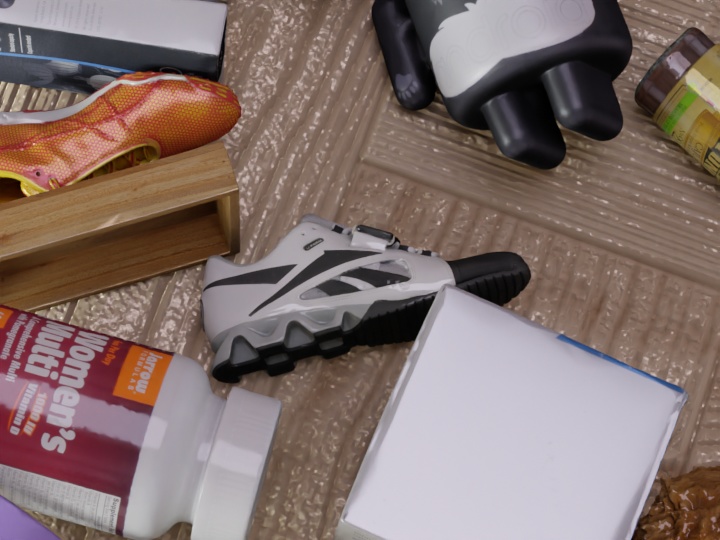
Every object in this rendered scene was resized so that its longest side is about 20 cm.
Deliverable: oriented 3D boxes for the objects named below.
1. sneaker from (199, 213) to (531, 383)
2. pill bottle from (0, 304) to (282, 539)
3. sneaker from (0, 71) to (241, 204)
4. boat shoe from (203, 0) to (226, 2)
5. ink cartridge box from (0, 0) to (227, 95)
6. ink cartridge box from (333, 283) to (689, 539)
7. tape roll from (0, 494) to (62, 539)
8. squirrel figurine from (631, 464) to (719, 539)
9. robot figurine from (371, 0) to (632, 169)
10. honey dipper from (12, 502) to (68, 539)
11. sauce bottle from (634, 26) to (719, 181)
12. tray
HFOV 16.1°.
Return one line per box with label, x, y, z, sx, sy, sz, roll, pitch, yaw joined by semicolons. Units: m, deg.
sneaker;0.000;0.000;1.515;0.199;0.074;0.089;-11;69;-4
pill bottle;-0.151;0.091;1.454;0.199;0.110;0.110;15;71;1
sneaker;-0.166;-0.065;1.524;0.199;0.073;0.077;-16;60;2
boat shoe;-0.107;-0.197;1.580;0.199;0.072;0.069;-11;101;-20
ink cartridge box;-0.181;-0.141;1.535;0.199;0.100;0.039;9;72;-1
ink cartridge box;0.074;0.124;1.414;0.147;0.200;0.145;23;73;3
tape roll;-0.218;0.174;1.374;0.199;0.200;0.085;33;71;7
squirrel figurine;0.177;0.215;1.404;0.187;0.200;0.142;-45;45;-2
robot figurine;0.093;-0.164;1.554;0.149;0.125;0.201;-16;73;-15
honey dipper;-0.145;0.171;1.428;0.200;0.038;0.038;37;71;-16
sauce bottle;0.259;-0.064;1.563;0.200;0.065;0.065;43;73;11
tray;-0.171;-0.016;1.491;0.199;0.099;0.037;-17;70;-9
